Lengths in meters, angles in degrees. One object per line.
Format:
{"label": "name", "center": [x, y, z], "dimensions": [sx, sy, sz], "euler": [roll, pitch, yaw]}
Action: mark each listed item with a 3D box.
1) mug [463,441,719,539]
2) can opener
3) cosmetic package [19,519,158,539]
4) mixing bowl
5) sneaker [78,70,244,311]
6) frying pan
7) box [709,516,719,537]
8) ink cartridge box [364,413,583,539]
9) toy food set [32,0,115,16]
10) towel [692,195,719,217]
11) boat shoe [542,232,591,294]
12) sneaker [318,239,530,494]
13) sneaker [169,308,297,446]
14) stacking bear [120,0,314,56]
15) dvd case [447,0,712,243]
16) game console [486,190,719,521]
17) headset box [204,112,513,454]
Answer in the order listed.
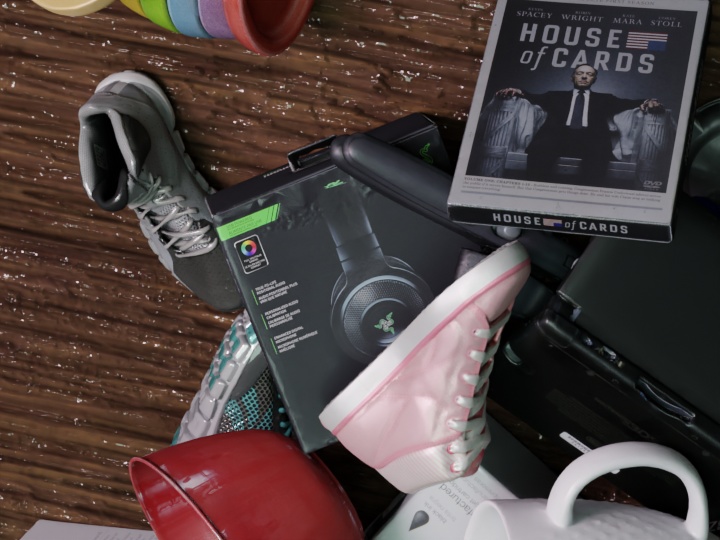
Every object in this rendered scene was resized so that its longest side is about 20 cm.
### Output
{"label": "mug", "center": [0.172, 0.208, 1.588], "dimensions": [0.175, 0.148, 0.201], "euler": [2, 114, -13]}
{"label": "can opener", "center": [0.067, -0.039, 1.581], "dimensions": [0.200, 0.063, 0.079], "euler": [33, 71, -23]}
{"label": "cosmetic package", "center": [-0.173, 0.263, 1.842], "dimensions": [0.199, 0.074, 0.102], "euler": [2, 108, 14]}
{"label": "mixing bowl", "center": [-0.068, 0.191, 1.693], "dimensions": [0.108, 0.200, 0.201], "euler": [-33, 99, -19]}
{"label": "sneaker", "center": [-0.153, -0.043, 1.709], "dimensions": [0.075, 0.116, 0.200], "euler": [-28, 98, 22]}
{"label": "frying pan", "center": [0.252, -0.098, 1.626], "dimensions": [0.115, 0.031, 0.191], "euler": [-22, 104, 21]}
{"label": "box", "center": [0.310, 0.273, 1.724], "dimensions": [0.160, 0.044, 0.201], "euler": [-16, 103, 20]}
{"label": "ink cartridge box", "center": [0.074, 0.230, 1.754], "dimensions": [0.145, 0.084, 0.200], "euler": [41, 113, -2]}
{"label": "toy food set", "center": [-0.176, -0.284, 1.603], "dimensions": [0.198, 0.049, 0.200], "euler": [-38, 57, 3]}
{"label": "towel", "center": [0.297, 0.043, 1.633], "dimensions": [0.199, 0.050, 0.148], "euler": [22, 125, 7]}
{"label": "boat shoe", "center": [0.143, -0.008, 1.663], "dimensions": [0.072, 0.068, 0.201], "euler": [-17, 102, 21]}
{"label": "sneaker", "center": [0.068, 0.073, 1.565], "dimensions": [0.105, 0.075, 0.200], "euler": [47, 119, 6]}
{"label": "sneaker", "center": [-0.080, 0.108, 1.774], "dimensions": [0.091, 0.078, 0.200], "euler": [22, 117, -10]}
{"label": "stacking bear", "center": [-0.138, -0.228, 1.650], "dimensions": [0.199, 0.122, 0.114], "euler": [18, 149, 20]}
{"label": "dvd case", "center": [0.150, -0.109, 1.569], "dimensions": [0.150, 0.201, 0.025], "euler": [5, 145, 13]}
{"label": "game console", "center": [0.209, 0.060, 1.598], "dimensions": [0.200, 0.117, 0.176], "euler": [35, 145, -8]}
{"label": "headset box", "center": [0.000, 0.000, 1.663], "dimensions": [0.174, 0.093, 0.201], "euler": [-21, 102, -3]}
